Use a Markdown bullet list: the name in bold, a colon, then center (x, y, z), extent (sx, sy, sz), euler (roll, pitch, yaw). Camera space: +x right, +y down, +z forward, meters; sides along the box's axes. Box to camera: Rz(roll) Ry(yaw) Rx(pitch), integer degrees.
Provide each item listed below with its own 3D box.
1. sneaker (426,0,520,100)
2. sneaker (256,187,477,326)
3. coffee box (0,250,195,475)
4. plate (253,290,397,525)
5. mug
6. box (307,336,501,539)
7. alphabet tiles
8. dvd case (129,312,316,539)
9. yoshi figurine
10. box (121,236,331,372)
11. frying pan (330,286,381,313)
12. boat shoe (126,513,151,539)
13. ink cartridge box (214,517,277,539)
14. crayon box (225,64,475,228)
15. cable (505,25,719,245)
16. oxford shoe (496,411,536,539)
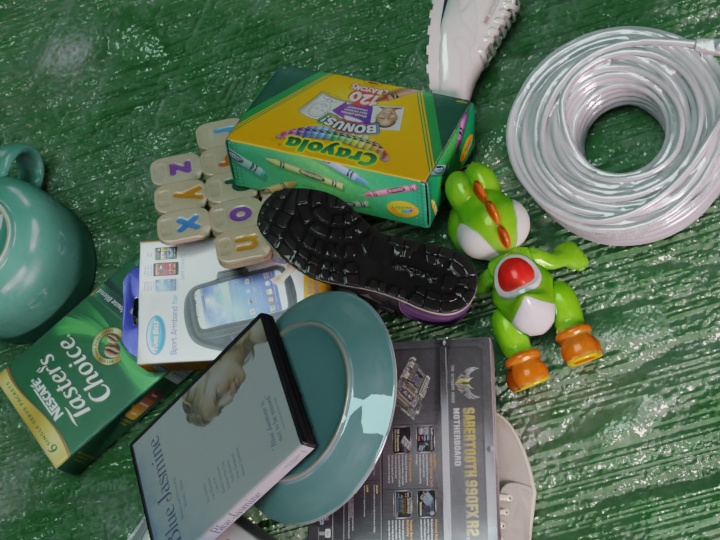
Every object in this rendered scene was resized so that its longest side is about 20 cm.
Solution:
- **sneaker**: center (0.109, -0.237, 1.315), extent (0.080, 0.076, 0.200), euler (6, 77, 9)
- **sneaker**: center (0.000, 0.000, 1.216), extent (0.200, 0.088, 0.076), euler (25, 70, 5)
- **coffee box**: center (-0.241, 0.087, 1.337), extent (0.200, 0.044, 0.123), euler (-40, 68, 2)
- **plate**: center (-0.049, 0.111, 1.161), extent (0.200, 0.026, 0.201), euler (-21, 60, 41)
- **mug**: center (-0.360, -0.027, 1.371), extent (0.152, 0.114, 0.185), euler (-35, 68, 5)
- **box**: center (0.036, 0.158, 1.165), extent (0.158, 0.048, 0.200), euler (-4, 66, 7)
- **alphabet tiles**: center (-0.096, -0.079, 1.306), extent (0.195, 0.015, 0.200), euler (-12, 45, -4)
- **dvd case**: center (-0.124, 0.150, 1.193), extent (0.200, 0.018, 0.143), euler (-45, 46, 26)
- **yoshi figurine**: center (0.134, 0.002, 1.237), extent (0.112, 0.112, 0.200), euler (-33, 78, 49)
- **box**: center (-0.127, 0.029, 1.281), extent (0.200, 0.041, 0.119), euler (-3, 74, 7)
- **frying pan**: center (-0.010, -0.015, 1.309), extent (0.115, 0.031, 0.190), euler (36, 90, 22)
- **boat shoe**: center (-0.226, 0.285, 1.261), extent (0.071, 0.070, 0.201), euler (27, 86, 19)
- **ink cartridge box**: center (-0.071, 0.325, 1.193), extent (0.200, 0.084, 0.146), euler (31, 85, 22)
- **crayon box**: center (-0.008, -0.117, 1.279), extent (0.200, 0.058, 0.119), euler (14, 49, 20)
- **cable**: center (0.234, -0.122, 1.241), extent (0.200, 0.069, 0.200), euler (20, 82, 22)
- **oxford shoe**: center (0.110, 0.213, 1.186), extent (0.075, 0.058, 0.200), euler (-6, 71, 17)
